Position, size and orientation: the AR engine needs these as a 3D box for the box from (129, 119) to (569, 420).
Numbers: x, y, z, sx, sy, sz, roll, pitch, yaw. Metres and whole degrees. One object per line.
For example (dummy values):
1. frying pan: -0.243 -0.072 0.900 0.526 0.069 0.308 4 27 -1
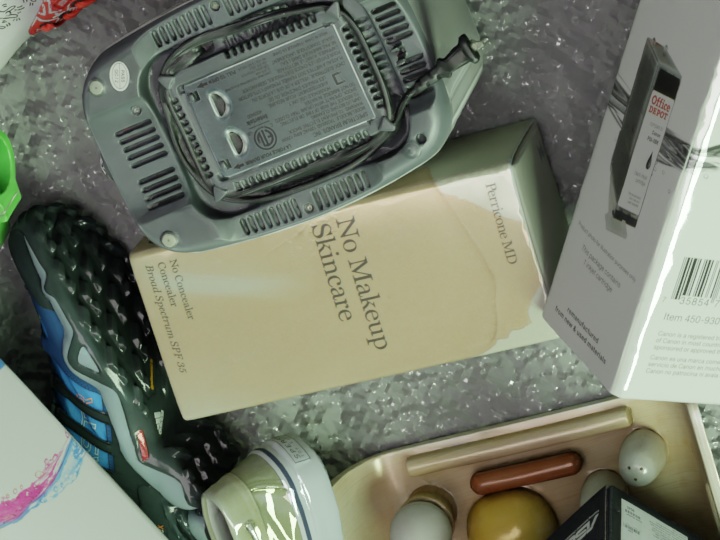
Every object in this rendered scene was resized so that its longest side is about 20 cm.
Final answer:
1. box: 0.000 0.000 1.312 0.199 0.078 0.096 -14 104 18

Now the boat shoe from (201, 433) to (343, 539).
1. boat shoe: -0.037 0.177 1.369 0.062 0.072 0.201 -24 117 -22

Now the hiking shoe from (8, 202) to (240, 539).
1. hiking shoe: -0.136 0.065 1.372 0.086 0.074 0.201 -24 97 28

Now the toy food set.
1. toy food set: 0.094 0.150 1.349 0.199 0.060 0.144 -14 104 19

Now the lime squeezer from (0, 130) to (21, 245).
1. lime squeezer: -0.200 -0.050 1.349 0.071 0.038 0.200 40 137 10

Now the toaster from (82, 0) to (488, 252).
1. toaster: -0.024 -0.094 1.258 0.199 0.129 0.114 -22 103 21

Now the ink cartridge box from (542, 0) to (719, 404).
1. ink cartridge box: 0.185 -0.045 1.214 0.146 0.083 0.201 5 114 -27

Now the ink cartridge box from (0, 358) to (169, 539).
1. ink cartridge box: -0.188 0.131 1.365 0.200 0.085 0.144 46 149 -3

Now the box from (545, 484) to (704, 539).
1. box: 0.149 0.205 1.313 0.199 0.049 0.161 31 128 -20

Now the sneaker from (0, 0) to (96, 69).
1. sneaker: -0.122 -0.152 1.297 0.107 0.067 0.202 27 118 -4
